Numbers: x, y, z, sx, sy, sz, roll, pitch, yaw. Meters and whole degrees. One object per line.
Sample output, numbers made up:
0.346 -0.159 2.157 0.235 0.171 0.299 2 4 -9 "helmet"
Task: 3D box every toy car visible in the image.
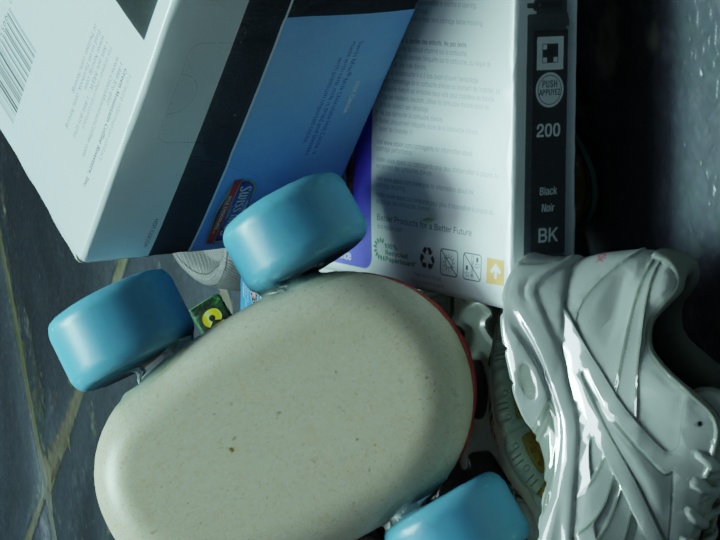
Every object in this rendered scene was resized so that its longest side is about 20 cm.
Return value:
-0.024 0.073 1.060 0.185 0.176 0.200 61 -175 5 "toy car"

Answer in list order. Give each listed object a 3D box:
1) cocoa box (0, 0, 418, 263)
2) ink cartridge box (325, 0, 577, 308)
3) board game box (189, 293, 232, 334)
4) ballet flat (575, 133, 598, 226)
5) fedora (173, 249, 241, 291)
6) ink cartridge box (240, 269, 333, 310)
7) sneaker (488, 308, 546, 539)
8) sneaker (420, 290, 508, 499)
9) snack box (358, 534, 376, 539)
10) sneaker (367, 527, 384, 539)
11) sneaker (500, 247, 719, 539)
-0.068 -0.122 1.008 0.134 0.131 0.200 55 136 34 "cocoa box"
0.022 -0.094 1.036 0.198 0.043 0.201 13 107 53 "ink cartridge box"
-0.038 0.093 1.275 0.105 0.023 0.200 59 179 25 "board game box"
0.051 -0.094 1.099 0.068 0.072 0.200 105 153 -50 "ballet flat"
-0.078 -0.057 1.455 0.200 0.090 0.177 -113 26 -42 "fedora"
0.000 0.000 1.254 0.200 0.083 0.146 -128 37 -58 "ink cartridge box"
0.091 0.107 1.032 0.088 0.075 0.201 128 134 -63 "sneaker"
0.074 0.080 1.113 0.083 0.080 0.201 -45 -51 -76 "sneaker"
-0.016 0.187 1.132 0.200 0.037 0.117 21 113 39 "snack box"
0.052 0.147 1.204 0.076 0.070 0.200 -47 44 32 "sneaker"
0.122 0.084 0.923 0.099 0.078 0.201 -12 92 26 "sneaker"
